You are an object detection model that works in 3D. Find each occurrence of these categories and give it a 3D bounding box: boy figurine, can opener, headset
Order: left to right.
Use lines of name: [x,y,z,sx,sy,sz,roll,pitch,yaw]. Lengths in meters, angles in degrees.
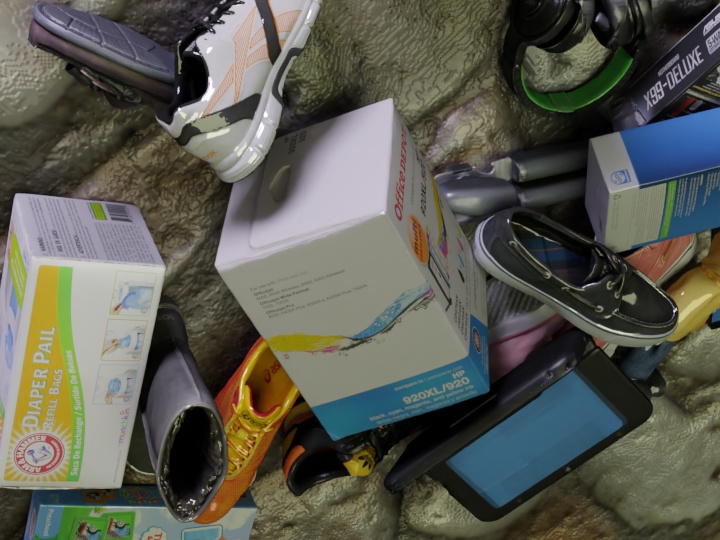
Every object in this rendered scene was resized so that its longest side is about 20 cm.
can opener: [0.149,-0.073,1.190,0.198,0.066,0.053,-15,120,-21]
headset: [0.188,-0.207,1.113,0.122,0.094,0.202,-6,130,-20]
boy figurine: [0.314,0.035,1.281,0.124,0.065,0.200,-14,148,-54]

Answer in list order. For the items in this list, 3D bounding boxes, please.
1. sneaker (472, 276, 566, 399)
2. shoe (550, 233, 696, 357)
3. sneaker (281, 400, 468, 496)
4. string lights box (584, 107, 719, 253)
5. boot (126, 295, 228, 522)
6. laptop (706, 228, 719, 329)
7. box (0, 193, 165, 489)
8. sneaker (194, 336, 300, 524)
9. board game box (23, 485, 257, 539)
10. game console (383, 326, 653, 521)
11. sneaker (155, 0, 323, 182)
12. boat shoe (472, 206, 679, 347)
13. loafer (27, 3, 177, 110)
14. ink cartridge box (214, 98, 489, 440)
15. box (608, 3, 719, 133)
sneaker: [0.137,0.069,1.246,0.199,0.076,0.105,-35,123,11]
shoe: [0.220,0.010,1.245,0.200,0.071,0.091,-46,142,-1]
sneaker: [0.018,0.139,1.190,0.199,0.090,0.070,-24,124,23]
string lights box: [0.293,-0.083,1.154,0.198,0.059,0.103,-14,150,-2]
boot: [-0.149,0.133,1.088,0.072,0.200,0.184,-10,120,-20]
laptop: [0.438,-0.024,1.309,0.175,0.200,0.104,-14,85,-16]
box: [-0.228,0.058,1.069,0.100,0.113,0.202,4,116,-24]
sneaker: [-0.104,0.130,1.173,0.072,0.077,0.201,27,101,-3]
board game box: [-0.205,0.265,1.235,0.198,0.037,0.153,5,114,-26]
game console: [0.142,0.152,1.188,0.199,0.176,0.117,-38,89,16]
sneaker: [-0.085,-0.169,0.987,0.080,0.073,0.202,28,67,-33]
boat shoe: [0.189,0.006,1.150,0.198,0.057,0.069,24,63,-14]
loafer: [-0.158,-0.135,1.023,0.199,0.072,0.063,17,113,-32]
ink cartridge box: [0.000,0.000,1.086,0.143,0.148,0.201,-18,127,19]
box: [0.343,-0.143,1.193,0.198,0.050,0.158,12,145,-27]
